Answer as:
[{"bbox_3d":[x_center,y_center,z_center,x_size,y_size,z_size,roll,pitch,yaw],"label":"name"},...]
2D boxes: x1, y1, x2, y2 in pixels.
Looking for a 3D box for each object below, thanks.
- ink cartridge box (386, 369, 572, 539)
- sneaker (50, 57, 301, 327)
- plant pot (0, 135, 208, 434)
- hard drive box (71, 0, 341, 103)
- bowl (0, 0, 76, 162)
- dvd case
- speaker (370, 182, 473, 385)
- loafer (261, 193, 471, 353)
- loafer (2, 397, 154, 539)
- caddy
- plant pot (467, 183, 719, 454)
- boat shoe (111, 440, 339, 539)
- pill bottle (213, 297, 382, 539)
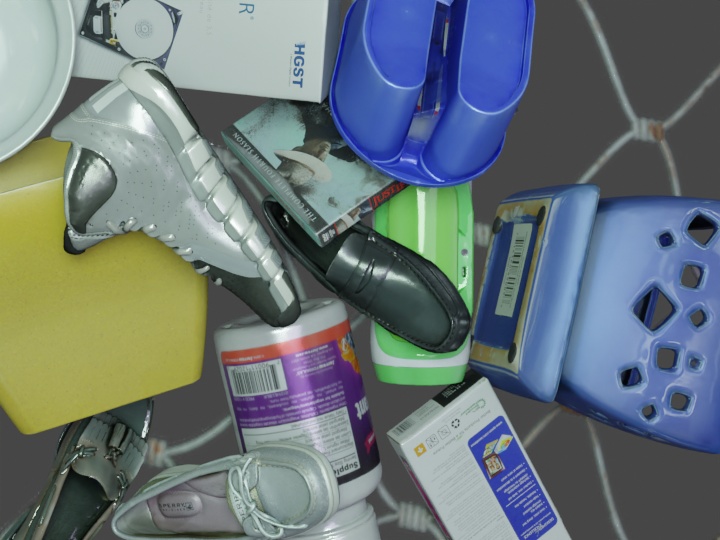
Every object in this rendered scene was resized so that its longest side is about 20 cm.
[{"bbox_3d":[0.107,0.192,1.116,0.094,0.037,0.201,-35,112,-13],"label":"ink cartridge box"},{"bbox_3d":[-0.129,-0.027,0.836,0.115,0.075,0.201,-33,107,-3],"label":"sneaker"},{"bbox_3d":[-0.211,0.002,0.948,0.198,0.200,0.178,-17,107,-16],"label":"plant pot"},{"bbox_3d":[-0.115,-0.218,0.967,0.198,0.077,0.157,6,108,6],"label":"hard drive box"},{"bbox_3d":[-0.307,-0.166,0.950,0.199,0.090,0.203,0,89,-10],"label":"bowl"},{"bbox_3d":[0.006,-0.121,1.042,0.199,0.146,0.022,-35,146,-12],"label":"dvd case"},{"bbox_3d":[0.051,-0.009,1.077,0.088,0.088,0.202,0,92,-17],"label":"speaker"},{"bbox_3d":[0.000,0.000,1.017,0.200,0.070,0.068,39,111,26],"label":"loafer"},{"bbox_3d":[-0.214,0.176,1.000,0.072,0.063,0.201,38,73,-26],"label":"loafer"},{"bbox_3d":[0.053,-0.158,0.982,0.140,0.105,0.201,15,56,-7],"label":"caddy"},{"bbox_3d":[0.201,0.028,1.071,0.178,0.200,0.202,13,89,-11],"label":"plant pot"},{"bbox_3d":[-0.103,0.177,0.981,0.065,0.201,0.075,-22,99,-53],"label":"boat shoe"},{"bbox_3d":[-0.044,0.131,1.038,0.110,0.111,0.202,-14,97,-16],"label":"pill bottle"}]
